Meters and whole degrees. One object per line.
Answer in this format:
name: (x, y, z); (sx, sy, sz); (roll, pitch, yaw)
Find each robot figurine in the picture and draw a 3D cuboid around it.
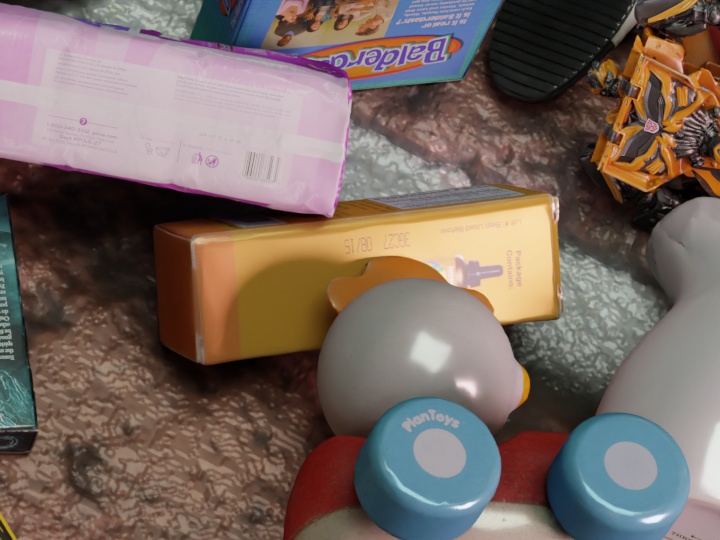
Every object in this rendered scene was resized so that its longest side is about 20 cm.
robot figurine: (0.211, -0.065, 1.538); (0.200, 0.145, 0.058); (21, 29, 5)

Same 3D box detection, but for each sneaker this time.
sneaker: (0.148, -0.164, 1.630); (0.074, 0.089, 0.200); (29, 78, 31)

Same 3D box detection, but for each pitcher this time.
pitcher: (0.206, 0.077, 1.477); (0.171, 0.121, 0.200); (21, 46, -1)

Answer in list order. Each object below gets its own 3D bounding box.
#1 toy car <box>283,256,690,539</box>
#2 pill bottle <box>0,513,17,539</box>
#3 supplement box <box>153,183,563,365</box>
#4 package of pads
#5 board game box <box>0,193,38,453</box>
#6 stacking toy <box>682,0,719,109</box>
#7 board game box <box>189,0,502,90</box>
toy car: (0.047, 0.073, 1.390); (0.176, 0.184, 0.200); (5, 56, -15)
pill bottle: (-0.192, 0.164, 1.303); (0.114, 0.114, 0.200); (-25, 70, -28)
supplement box: (0.000, 0.000, 1.477); (0.200, 0.069, 0.067); (-6, 99, -20)
package of pads: (-0.103, -0.081, 1.456); (0.200, 0.121, 0.076); (10, 98, -4)
board game box: (-0.261, 0.027, 1.412); (0.200, 0.028, 0.136); (-1, 61, -18)
stacking toy: (0.252, -0.143, 1.570); (0.146, 0.200, 0.146); (8, 59, -13)
board game box: (0.007, -0.163, 1.507); (0.152, 0.200, 0.045); (-7, 62, -22)
